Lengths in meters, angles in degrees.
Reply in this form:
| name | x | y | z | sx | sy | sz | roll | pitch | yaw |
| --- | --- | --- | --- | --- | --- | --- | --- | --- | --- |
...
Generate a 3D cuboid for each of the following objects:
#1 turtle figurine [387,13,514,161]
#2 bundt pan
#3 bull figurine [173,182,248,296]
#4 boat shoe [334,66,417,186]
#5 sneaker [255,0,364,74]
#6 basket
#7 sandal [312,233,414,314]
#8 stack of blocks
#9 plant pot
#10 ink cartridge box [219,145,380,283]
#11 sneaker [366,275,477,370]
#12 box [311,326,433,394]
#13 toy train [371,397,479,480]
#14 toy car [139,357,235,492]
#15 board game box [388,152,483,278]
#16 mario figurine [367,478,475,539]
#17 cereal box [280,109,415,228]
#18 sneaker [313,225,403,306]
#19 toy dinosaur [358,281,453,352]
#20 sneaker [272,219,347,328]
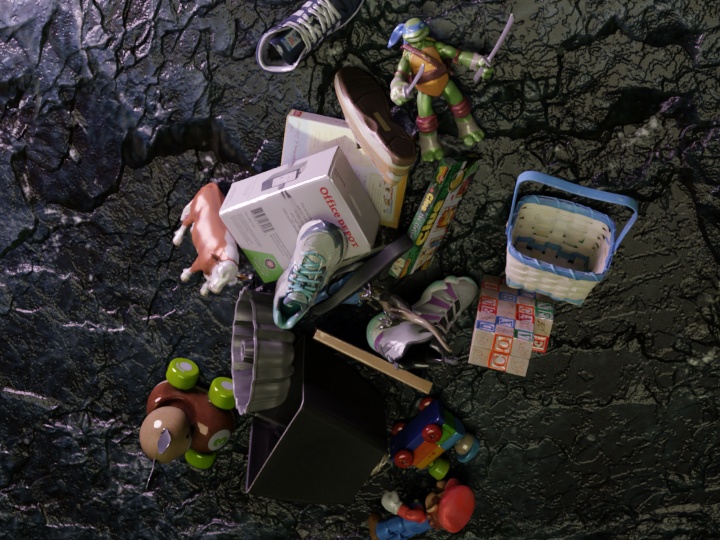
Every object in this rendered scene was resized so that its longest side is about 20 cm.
| name | x | y | z | sx | sy | sz | roll | pitch | yaw |
| --- | --- | --- | --- | --- | --- | --- | --- | --- | --- |
| turtle figurine | 0.118 | -0.250 | 1.522 | 0.198 | 0.144 | 0.196 | 14 | 137 | 40 |
| bundt pan | -0.153 | 0.128 | 1.725 | 0.075 | 0.202 | 0.205 | 1 | 116 | -17 |
| bull figurine | -0.232 | -0.036 | 1.669 | 0.065 | 0.202 | 0.121 | 17 | 139 | -37 |
| boat shoe | 0.009 | -0.208 | 1.573 | 0.071 | 0.202 | 0.077 | -8 | 145 | -29 |
| sneaker | -0.070 | -0.354 | 1.542 | 0.199 | 0.109 | 0.070 | -37 | 104 | 22 |
| basket | 0.292 | -0.054 | 1.578 | 0.174 | 0.140 | 0.201 | 17 | 145 | 2 |
| sandal | 0.001 | 0.000 | 1.623 | 0.200 | 0.076 | 0.043 | -39 | 85 | 29 |
| stack of blocks | 0.229 | 0.081 | 1.625 | 0.113 | 0.200 | 0.059 | 12 | 114 | 6 |
| plant pot | -0.064 | 0.263 | 1.770 | 0.176 | 0.201 | 0.201 | 25 | 115 | -17 |
| ink cartridge box | -0.089 | -0.082 | 1.633 | 0.198 | 0.085 | 0.146 | -16 | 123 | 25 |
| sneaker | 0.121 | 0.094 | 1.651 | 0.198 | 0.140 | 0.078 | -30 | 130 | -13 |
| box | 0.015 | 0.142 | 1.715 | 0.198 | 0.163 | 0.022 | 27 | 85 | -2 |
| toy train | 0.099 | 0.316 | 1.821 | 0.115 | 0.085 | 0.200 | 35 | 115 | -21 |
| toy car | -0.303 | 0.277 | 1.802 | 0.156 | 0.200 | 0.166 | 24 | 115 | -1 |
| board game box | 0.113 | -0.083 | 1.630 | 0.023 | 0.104 | 0.202 | 37 | 118 | 24 |
| mario figurine | 0.110 | 0.402 | 1.848 | 0.198 | 0.123 | 0.107 | -27 | 86 | 31 |
| cereal box | -0.024 | -0.156 | 1.656 | 0.197 | 0.040 | 0.146 | 13 | 117 | 5 |
| sneaker | -0.006 | 0.000 | 1.711 | 0.199 | 0.079 | 0.089 | -32 | 118 | 24 |
| toy dinosaur | 0.049 | 0.059 | 1.593 | 0.087 | 0.199 | 0.048 | 14 | 106 | -44 |
| sneaker | -0.076 | 0.012 | 1.594 | 0.077 | 0.087 | 0.201 | 21 | 133 | -7 |
